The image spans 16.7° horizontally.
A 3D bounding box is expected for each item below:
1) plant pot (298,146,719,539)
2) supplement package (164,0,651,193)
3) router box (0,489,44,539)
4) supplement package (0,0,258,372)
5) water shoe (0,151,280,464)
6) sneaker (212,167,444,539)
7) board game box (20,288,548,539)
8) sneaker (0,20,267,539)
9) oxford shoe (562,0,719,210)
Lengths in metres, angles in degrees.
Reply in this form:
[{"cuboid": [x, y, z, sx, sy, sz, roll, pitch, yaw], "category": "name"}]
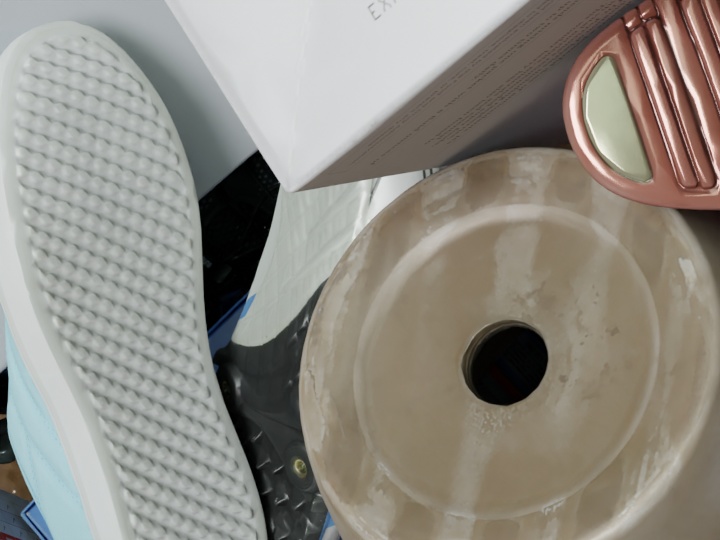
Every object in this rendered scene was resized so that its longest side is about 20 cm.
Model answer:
[{"cuboid": [0.069, 0.053, 0.693, 0.199, 0.173, 0.201, -10, 66, 23], "category": "plant pot"}, {"cuboid": [0.038, -0.109, 0.652, 0.121, 0.200, 0.120, -38, 78, 25], "category": "supplement package"}, {"cuboid": [-0.117, 0.147, 0.792, 0.049, 0.200, 0.180, -36, 63, 9], "category": "router box"}, {"cuboid": [-0.133, -0.104, 0.871, 0.191, 0.147, 0.200, -40, 34, 8], "category": "supplement package"}, {"cuboid": [-0.066, 0.007, 0.879, 0.200, 0.072, 0.079, -31, 33, 22], "category": "water shoe"}, {"cuboid": [0.000, 0.000, 0.795, 0.072, 0.072, 0.201, 22, 106, 49], "category": "sneaker"}, {"cuboid": [0.005, 0.071, 0.839, 0.200, 0.037, 0.151, -43, 76, 4], "category": "board game box"}, {"cuboid": [-0.093, 0.022, 0.792, 0.082, 0.074, 0.201, -4, 100, 50], "category": "sneaker"}, {"cuboid": [0.144, -0.058, 0.635, 0.199, 0.074, 0.071, -15, 89, -8], "category": "oxford shoe"}]
